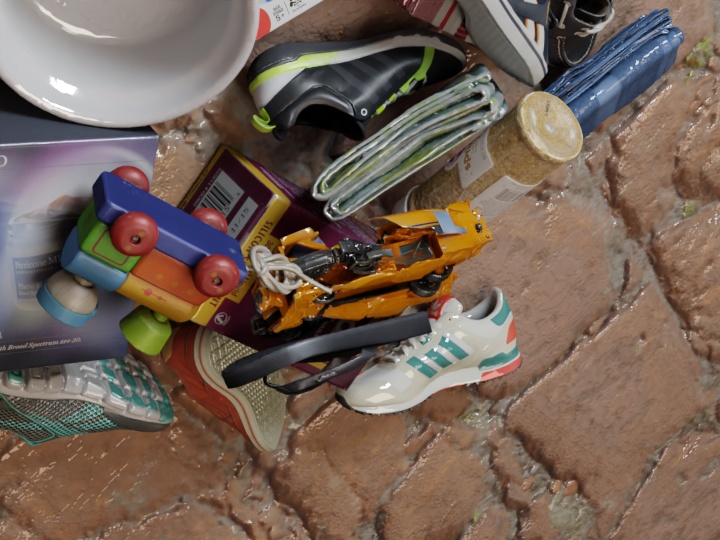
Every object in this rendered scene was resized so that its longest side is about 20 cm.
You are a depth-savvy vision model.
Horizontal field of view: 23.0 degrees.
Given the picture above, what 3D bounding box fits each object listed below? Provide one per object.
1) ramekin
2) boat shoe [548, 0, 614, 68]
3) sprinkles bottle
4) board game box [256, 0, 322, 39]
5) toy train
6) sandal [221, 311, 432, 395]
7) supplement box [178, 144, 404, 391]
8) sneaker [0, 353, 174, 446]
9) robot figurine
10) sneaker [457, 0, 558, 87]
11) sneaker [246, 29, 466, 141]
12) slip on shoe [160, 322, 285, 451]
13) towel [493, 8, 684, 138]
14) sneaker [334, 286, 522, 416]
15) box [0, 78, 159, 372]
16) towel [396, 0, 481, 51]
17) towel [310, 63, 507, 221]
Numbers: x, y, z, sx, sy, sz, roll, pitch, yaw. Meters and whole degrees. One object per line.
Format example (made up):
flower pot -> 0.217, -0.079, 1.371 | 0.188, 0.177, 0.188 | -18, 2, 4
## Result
ramekin -> -0.174, -0.209, 1.266 | 0.200, 0.098, 0.201 | -3, 132, -3
boat shoe -> 0.191, -0.239, 1.532 | 0.074, 0.060, 0.200 | -43, 152, -24
sprinkles bottle -> 0.107, -0.079, 1.537 | 0.068, 0.068, 0.200 | 3, 153, -35
board game box -> -0.056, -0.302, 1.352 | 0.200, 0.056, 0.196 | -33, 133, -11
toy train -> -0.132, 0.018, 1.314 | 0.200, 0.085, 0.116 | 29, 112, -27
sandal -> -0.020, 0.073, 1.461 | 0.200, 0.076, 0.043 | -12, 87, -34
supplement box -> -0.065, 0.001, 1.519 | 0.200, 0.103, 0.131 | 27, 101, -43
sneaker -> -0.253, 0.111, 1.501 | 0.200, 0.078, 0.091 | 18, 124, -37
robot figurine -> 0.000, 0.000, 1.433 | 0.200, 0.058, 0.145 | -10, 155, -28
sneaker -> 0.126, -0.221, 1.436 | 0.079, 0.078, 0.200 | -51, 154, -5
sneaker -> -0.001, -0.144, 1.467 | 0.200, 0.083, 0.072 | -9, 163, -21
slip on shoe -> -0.118, 0.102, 1.586 | 0.200, 0.061, 0.074 | 53, 44, -54
towel -> 0.203, -0.157, 1.612 | 0.200, 0.049, 0.112 | -38, 168, -6
sneaker -> 0.061, 0.071, 1.689 | 0.200, 0.070, 0.094 | -15, 109, -23
box -> -0.276, -0.034, 1.341 | 0.200, 0.123, 0.199 | -7, 122, -31
towel -> 0.117, -0.258, 1.487 | 0.144, 0.023, 0.200 | -58, 152, 11
towel -> 0.041, -0.108, 1.458 | 0.171, 0.200, 0.048 | -32, 93, 8
